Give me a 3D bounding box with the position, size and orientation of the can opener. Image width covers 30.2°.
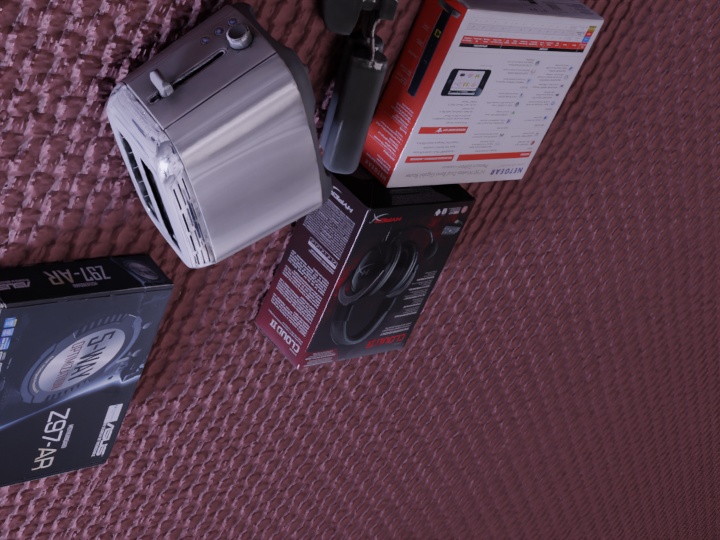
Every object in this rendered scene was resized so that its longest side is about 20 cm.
[{"bbox_3d":[-0.008,-0.172,1.082,0.066,0.053,0.201,5,129,-9],"label":"can opener"}]

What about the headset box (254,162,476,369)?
[{"bbox_3d":[0.000,0.000,1.248,0.148,0.077,0.201,-7,130,-46],"label":"headset box"}]

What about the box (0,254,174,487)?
[{"bbox_3d":[-0.253,0.085,1.080,0.159,0.044,0.201,-6,131,-45],"label":"box"}]

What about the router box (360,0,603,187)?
[{"bbox_3d":[0.110,-0.166,1.213,0.199,0.049,0.180,-7,132,-46],"label":"router box"}]

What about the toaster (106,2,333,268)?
[{"bbox_3d":[-0.103,-0.090,0.996,0.129,0.114,0.201,-31,148,-14],"label":"toaster"}]
